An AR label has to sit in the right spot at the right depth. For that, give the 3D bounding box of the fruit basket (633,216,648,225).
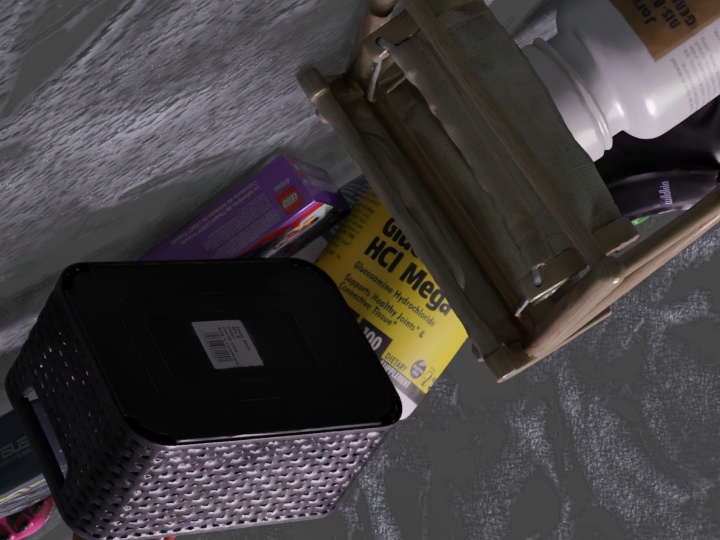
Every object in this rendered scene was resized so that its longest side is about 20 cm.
[{"bbox_3d":[0.193,-0.094,1.829,0.199,0.094,0.185,11,-152,44],"label":"fruit basket"}]

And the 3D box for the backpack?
[{"bbox_3d":[0.208,-0.107,1.625,0.199,0.168,0.126,-32,180,30],"label":"backpack"}]

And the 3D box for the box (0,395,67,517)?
[{"bbox_3d":[-0.230,0.129,1.391,0.199,0.051,0.157,-28,173,33],"label":"box"}]

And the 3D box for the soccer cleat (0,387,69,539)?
[{"bbox_3d":[-0.234,0.143,1.556,0.200,0.070,0.086,-37,-176,38],"label":"soccer cleat"}]

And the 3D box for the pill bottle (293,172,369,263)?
[{"bbox_3d":[0.000,0.000,1.487,0.199,0.120,0.120,-31,172,-21],"label":"pill bottle"}]

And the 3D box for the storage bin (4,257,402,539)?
[{"bbox_3d":[-0.092,0.073,1.223,0.199,0.136,0.094,-1,138,-40],"label":"storage bin"}]

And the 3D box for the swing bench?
[{"bbox_3d":[0.075,-0.063,1.101,0.129,0.200,0.200,-30,171,-31],"label":"swing bench"}]

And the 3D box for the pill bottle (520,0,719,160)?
[{"bbox_3d":[0.194,-0.155,1.379,0.199,0.115,0.114,-35,173,-3],"label":"pill bottle"}]

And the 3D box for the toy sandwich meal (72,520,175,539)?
[{"bbox_3d":[-0.145,0.162,1.512,0.205,0.070,0.206,-50,-155,33],"label":"toy sandwich meal"}]

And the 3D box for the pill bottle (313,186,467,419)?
[{"bbox_3d":[0.042,-0.011,1.363,0.200,0.112,0.112,-54,174,-3],"label":"pill bottle"}]

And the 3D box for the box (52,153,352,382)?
[{"bbox_3d":[-0.105,0.001,1.330,0.199,0.039,0.137,-35,174,7],"label":"box"}]
